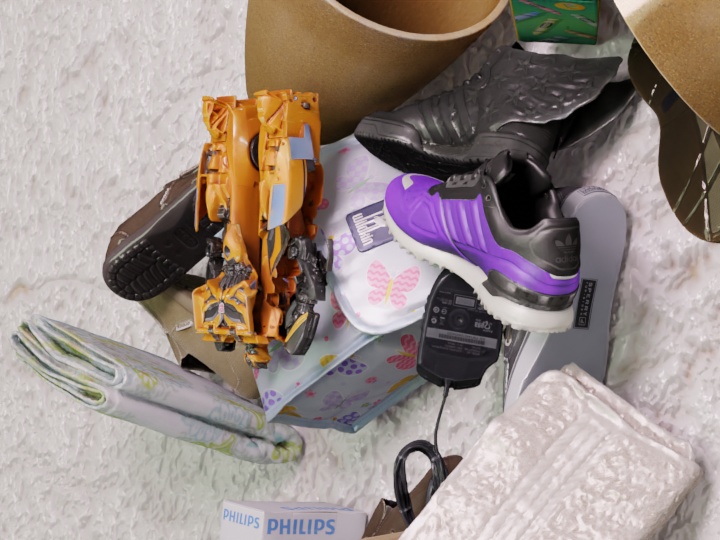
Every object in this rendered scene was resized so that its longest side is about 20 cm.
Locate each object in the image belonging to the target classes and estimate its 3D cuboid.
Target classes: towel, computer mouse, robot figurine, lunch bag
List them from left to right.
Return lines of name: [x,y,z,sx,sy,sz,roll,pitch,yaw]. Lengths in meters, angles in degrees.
towel: [-0.167,0.100,1.879,0.171,0.200,0.048,26,93,50]
robot figurine: [-0.078,-0.029,1.698,0.145,0.058,0.200,-1,85,53]
lunch bag: [0.000,0.000,1.743,0.200,0.127,0.170,-35,59,31]
computer mouse: [0.061,0.090,1.641,0.034,0.059,0.200,-39,-38,-83]
towel: [0.120,0.165,1.536,0.132,0.034,0.200,35,78,24]

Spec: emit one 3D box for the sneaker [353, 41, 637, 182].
sneaker: [0.093,-0.114,1.650,0.200,0.060,0.104,13,70,42]

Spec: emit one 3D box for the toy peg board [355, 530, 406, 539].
toy peg board: [0.069,0.282,1.582,0.098,0.200,0.199,118,139,-53]

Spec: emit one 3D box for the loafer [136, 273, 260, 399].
loafer: [-0.134,0.049,1.941,0.200,0.076,0.068,28,102,49]

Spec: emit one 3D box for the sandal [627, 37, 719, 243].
sandal: [0.228,-0.098,1.530,0.082,0.055,0.200,-51,35,28]

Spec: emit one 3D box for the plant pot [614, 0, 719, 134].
plant pot: [0.272,-0.201,1.402,0.200,0.186,0.187,-34,59,27]

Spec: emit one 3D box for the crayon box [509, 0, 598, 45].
crayon box: [0.134,-0.223,1.558,0.200,0.058,0.119,28,-115,-84]

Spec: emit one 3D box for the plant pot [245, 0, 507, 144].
plant pot: [-0.009,-0.189,1.742,0.200,0.186,0.187,-56,45,51]

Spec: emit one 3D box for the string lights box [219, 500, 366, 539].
string lights box: [-0.060,0.281,1.799,0.059,0.103,0.200,6,90,52]

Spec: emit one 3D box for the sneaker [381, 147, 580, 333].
sneaker: [0.089,-0.042,1.579,0.200,0.069,0.100,38,126,48]

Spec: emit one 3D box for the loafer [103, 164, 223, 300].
loafer: [-0.130,-0.059,1.896,0.200,0.073,0.071,-32,38,9]

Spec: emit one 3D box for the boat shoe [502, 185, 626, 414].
boat shoe: [0.129,0.036,1.623,0.066,0.070,0.200,20,101,58]

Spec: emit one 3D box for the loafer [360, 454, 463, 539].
loafer: [0.035,0.206,1.726,0.200,0.073,0.071,-44,43,33]
